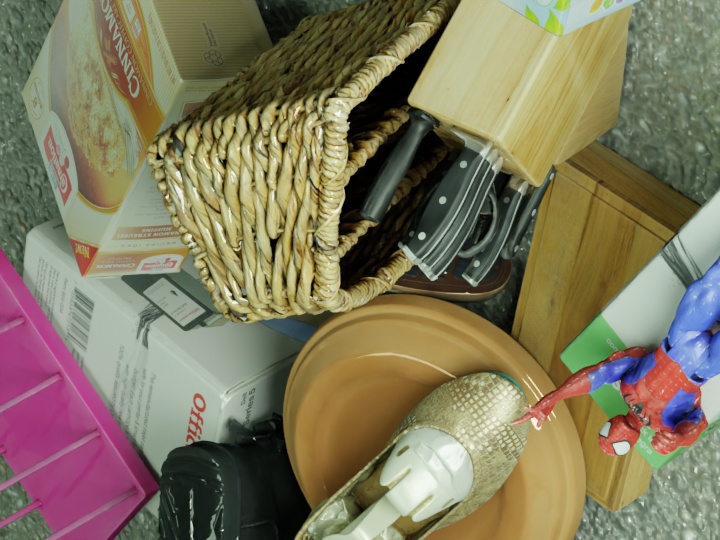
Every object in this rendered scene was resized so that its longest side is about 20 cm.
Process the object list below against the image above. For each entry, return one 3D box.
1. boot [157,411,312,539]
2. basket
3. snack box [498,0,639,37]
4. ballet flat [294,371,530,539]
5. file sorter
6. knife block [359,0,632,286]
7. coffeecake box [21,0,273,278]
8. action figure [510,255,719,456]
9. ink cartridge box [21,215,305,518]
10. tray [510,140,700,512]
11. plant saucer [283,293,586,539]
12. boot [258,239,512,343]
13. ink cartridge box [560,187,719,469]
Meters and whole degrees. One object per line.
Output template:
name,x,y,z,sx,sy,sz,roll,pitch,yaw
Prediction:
boot,-0.060,0.187,1.785,0.073,0.162,0.199,8,98,36
basket,0.007,-0.061,1.568,0.149,0.200,0.143,-13,110,37
snack box,0.113,-0.193,1.383,0.142,0.200,0.053,35,133,29
ballet flat,0.025,0.132,1.623,0.070,0.065,0.200,43,128,3
file sorter,-0.259,0.116,1.892,0.200,0.125,0.139,55,145,9
knife block,0.071,-0.098,1.498,0.064,0.175,0.201,25,128,28
coffeecake box,-0.134,-0.115,1.760,0.200,0.073,0.154,-58,44,46
action figure,0.148,0.043,1.333,0.065,0.099,0.200,48,141,13
ink cartridge box,-0.137,0.067,1.892,0.200,0.084,0.146,38,135,29
tray,0.136,0.033,1.613,0.099,0.037,0.201,35,134,30
plant saucer,0.037,0.112,1.671,0.199,0.037,0.201,13,119,25
boot,0.000,0.000,1.716,0.199,0.075,0.097,14,147,17
ink cartridge box,0.214,-0.004,1.420,0.084,0.146,0.200,52,140,10
